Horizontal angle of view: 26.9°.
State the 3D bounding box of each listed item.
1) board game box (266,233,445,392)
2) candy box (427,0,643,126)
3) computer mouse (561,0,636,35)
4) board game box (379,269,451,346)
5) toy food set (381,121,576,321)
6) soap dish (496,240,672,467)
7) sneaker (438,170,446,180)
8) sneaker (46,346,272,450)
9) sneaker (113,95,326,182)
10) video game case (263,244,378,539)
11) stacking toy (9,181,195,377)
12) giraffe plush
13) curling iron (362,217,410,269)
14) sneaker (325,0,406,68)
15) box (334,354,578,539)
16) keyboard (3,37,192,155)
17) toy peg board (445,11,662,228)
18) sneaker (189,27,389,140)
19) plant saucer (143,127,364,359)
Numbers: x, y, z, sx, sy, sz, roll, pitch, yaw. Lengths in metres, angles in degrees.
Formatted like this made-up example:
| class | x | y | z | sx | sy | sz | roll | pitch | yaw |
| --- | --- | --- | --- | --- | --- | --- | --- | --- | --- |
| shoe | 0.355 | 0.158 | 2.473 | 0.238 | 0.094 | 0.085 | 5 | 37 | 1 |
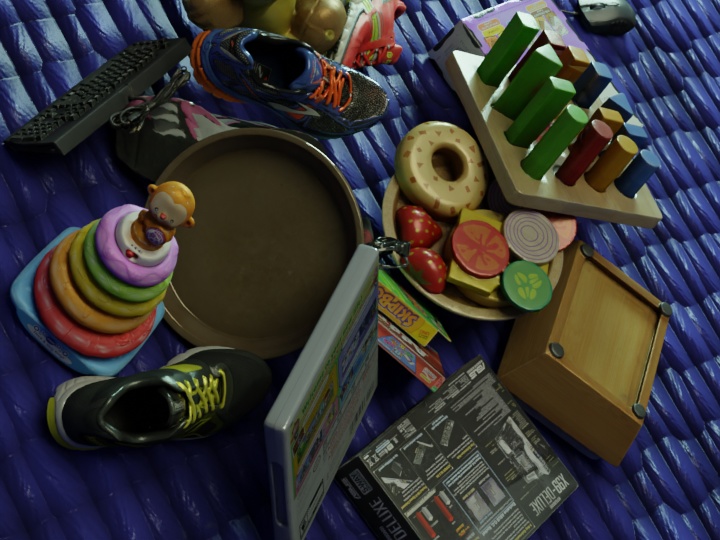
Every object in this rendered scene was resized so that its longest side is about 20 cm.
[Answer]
| class | x | y | z | sx | sy | sz | roll | pitch | yaw |
| --- | --- | --- | --- | --- | --- | --- | --- | --- | --- |
| board game box | -0.004 | 0.030 | 1.383 | 0.200 | 0.019 | 0.103 | 41 | 8 | -8 |
| candy box | 0.197 | -0.201 | 1.680 | 0.167 | 0.072 | 0.201 | -27 | 79 | -43 |
| computer mouse | 0.265 | -0.322 | 1.833 | 0.199 | 0.034 | 0.059 | -1 | 64 | -36 |
| board game box | 0.000 | 0.000 | 1.399 | 0.200 | 0.030 | 0.096 | 37 | 8 | -13 |
| toy food set | 0.116 | -0.043 | 1.462 | 0.197 | 0.049 | 0.201 | 20 | 56 | -11 |
| soap dish | 0.231 | 0.076 | 1.524 | 0.157 | 0.081 | 0.201 | 36 | 46 | -12 |
| sneaker | 0.132 | -0.073 | 1.549 | 0.200 | 0.076 | 0.116 | -32 | 85 | -41 |
| sneaker | -0.148 | 0.110 | 1.211 | 0.199 | 0.084 | 0.075 | -13 | 98 | -35 |
| sneaker | -0.134 | -0.109 | 1.387 | 0.198 | 0.086 | 0.081 | 15 | 94 | -9 |
| video game case | -0.029 | 0.109 | 1.251 | 0.022 | 0.183 | 0.201 | 16 | 50 | 15 |
| stacking toy | -0.184 | -0.010 | 1.192 | 0.116 | 0.200 | 0.110 | 42 | 46 | -7 |
| giraffe plush | -0.085 | -0.250 | 1.454 | 0.162 | 0.199 | 0.173 | 46 | 51 | -27 |
| curling iron | 0.011 | -0.026 | 1.387 | 0.049 | 0.200 | 0.026 | 2 | 99 | -6 |
| sneaker | 0.003 | -0.238 | 1.562 | 0.085 | 0.077 | 0.201 | 38 | 47 | -17 |
| box | 0.091 | 0.191 | 1.370 | 0.158 | 0.050 | 0.200 | 52 | 46 | 3 |
| keyboard | -0.215 | -0.158 | 1.329 | 0.200 | 0.126 | 0.021 | -50 | 136 | -43 |
| toy peg board | 0.217 | -0.159 | 1.521 | 0.198 | 0.098 | 0.201 | 8 | 47 | -33 |
| sneaker | -0.054 | -0.169 | 1.361 | 0.199 | 0.078 | 0.076 | 11 | 80 | -33 |
| plant saucer | -0.094 | -0.023 | 1.306 | 0.201 | 0.199 | 0.029 | 54 | 3 | 5 |
